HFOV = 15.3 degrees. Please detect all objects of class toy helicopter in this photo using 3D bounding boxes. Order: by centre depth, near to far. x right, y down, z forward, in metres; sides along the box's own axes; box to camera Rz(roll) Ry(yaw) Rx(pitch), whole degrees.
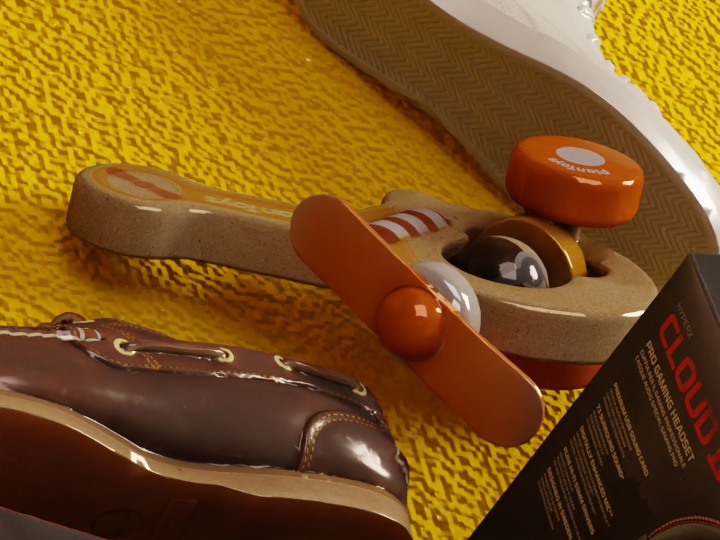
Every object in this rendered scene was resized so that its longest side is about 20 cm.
[{"bbox_3d":[0.000,0.000,0.886,0.200,0.079,0.132,11,21,0],"label":"toy helicopter"}]

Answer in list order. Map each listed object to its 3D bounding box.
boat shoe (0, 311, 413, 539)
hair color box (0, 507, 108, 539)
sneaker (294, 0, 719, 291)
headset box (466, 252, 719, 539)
[{"bbox_3d":[-0.077,0.049,0.807,0.200,0.070,0.070,16,45,-29],"label":"boat shoe"},{"bbox_3d":[-0.036,0.137,0.704,0.200,0.061,0.102,19,43,-17],"label":"hair color box"},{"bbox_3d":[0.082,-0.083,1.023,0.200,0.074,0.116,42,46,11],"label":"sneaker"},{"bbox_3d":[0.109,0.101,0.771,0.075,0.200,0.149,4,50,-29],"label":"headset box"}]
